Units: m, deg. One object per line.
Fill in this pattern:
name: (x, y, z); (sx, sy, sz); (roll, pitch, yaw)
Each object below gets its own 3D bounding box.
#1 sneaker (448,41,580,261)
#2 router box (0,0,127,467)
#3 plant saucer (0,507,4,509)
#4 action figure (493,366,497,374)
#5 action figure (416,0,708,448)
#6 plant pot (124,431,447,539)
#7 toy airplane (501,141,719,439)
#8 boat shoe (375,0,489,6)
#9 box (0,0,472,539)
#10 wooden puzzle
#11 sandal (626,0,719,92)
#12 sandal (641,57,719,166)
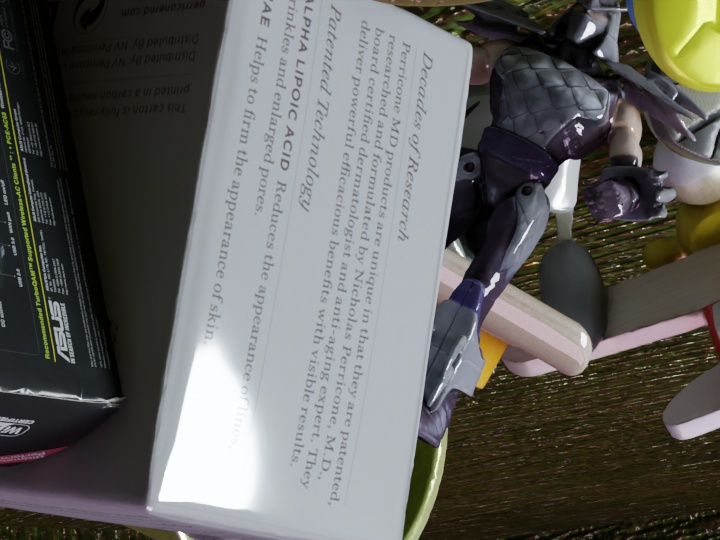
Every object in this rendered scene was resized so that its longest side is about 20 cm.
sneaker: (0.033, -0.040, 0.938); (0.074, 0.089, 0.200); (4, 168, -31)
router box: (-0.164, -0.042, 0.618); (0.062, 0.201, 0.150); (-29, 154, 33)
plant saucer: (-0.232, 0.034, 0.984); (0.029, 0.201, 0.200); (-26, 172, -11)
action figure: (-0.012, 0.033, 1.224); (0.199, 0.103, 0.119); (-2, 154, -2)
action figure: (0.054, -0.031, 0.772); (0.130, 0.201, 0.069); (28, 176, 28)
plant pot: (-0.084, 0.088, 1.129); (0.200, 0.202, 0.184); (8, 174, -40)
toy airplane: (0.185, -0.007, 0.985); (0.200, 0.142, 0.199); (-32, -165, -24)
boat shoe: (-0.022, -0.129, 0.602); (0.200, 0.063, 0.073); (0, 123, -27)
box: (-0.083, -0.005, 0.736); (0.198, 0.201, 0.130); (0, 167, 41)
wooden puzzle: (0.000, 0.000, 0.930); (0.185, 0.046, 0.200); (30, 177, -12)
sandal: (0.174, -0.113, 0.696); (0.199, 0.080, 0.087); (-3, -160, -19)
sandal: (0.211, -0.075, 0.867); (0.200, 0.080, 0.057); (9, -178, -18)
